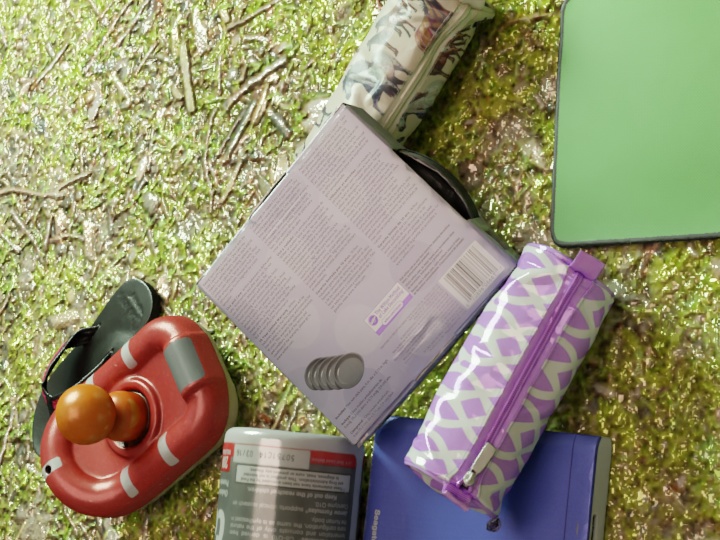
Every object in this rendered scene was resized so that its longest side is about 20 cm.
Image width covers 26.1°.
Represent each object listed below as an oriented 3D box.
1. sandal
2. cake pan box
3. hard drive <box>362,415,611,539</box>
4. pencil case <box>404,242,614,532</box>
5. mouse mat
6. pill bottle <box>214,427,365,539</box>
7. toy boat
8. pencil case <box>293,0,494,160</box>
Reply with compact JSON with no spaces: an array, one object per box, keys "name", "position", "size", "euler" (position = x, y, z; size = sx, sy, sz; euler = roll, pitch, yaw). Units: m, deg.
[{"name":"sandal","position":[-0.259,0.089,1.446],"size":[0.075,0.045,0.201],"euler":[46,110,34]},{"name":"cake pan box","position":[0.000,0.000,1.191],"size":[0.184,0.052,0.200],"euler":[42,103,9]},{"name":"hard drive","position":[0.090,0.182,1.161],"size":[0.199,0.025,0.133],"euler":[1,82,39]},{"name":"pencil case","position":[0.106,0.078,1.106],"size":[0.083,0.086,0.201],"euler":[28,84,4]},{"name":"mouse mat","position":[0.211,-0.118,1.138],"size":[0.160,0.008,0.202],"euler":[-3,78,38]},{"name":"pill bottle","position":[-0.060,0.228,1.214],"size":[0.113,0.114,0.202],"euler":[-1,80,38]},{"name":"toy boat","position":[-0.211,0.128,1.343],"size":[0.200,0.130,0.131],"euler":[-41,60,25]},{"name":"pencil case","position":[0.028,-0.149,1.244],"size":[0.201,0.077,0.090],"euler":[-57,36,15]}]
